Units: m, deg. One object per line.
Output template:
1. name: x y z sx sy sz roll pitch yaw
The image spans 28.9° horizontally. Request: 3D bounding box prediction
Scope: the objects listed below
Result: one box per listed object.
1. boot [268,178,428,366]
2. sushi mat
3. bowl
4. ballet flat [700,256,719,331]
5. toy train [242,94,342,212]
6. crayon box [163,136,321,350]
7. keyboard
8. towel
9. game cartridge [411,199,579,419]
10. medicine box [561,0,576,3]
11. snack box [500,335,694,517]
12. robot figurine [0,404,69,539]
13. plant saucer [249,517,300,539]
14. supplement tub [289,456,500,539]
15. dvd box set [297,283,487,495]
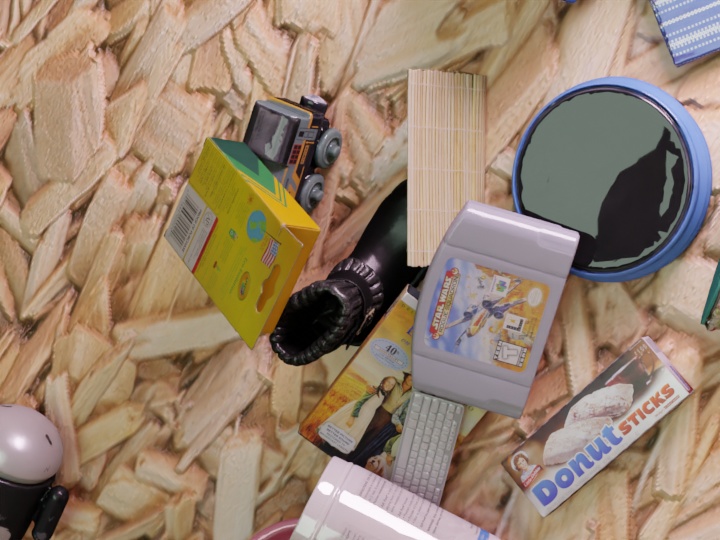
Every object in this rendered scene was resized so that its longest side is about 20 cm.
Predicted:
1. boot: 0.002 0.002 1.422 0.079 0.158 0.212 33 107 23
2. sushi mat: 0.088 -0.103 1.414 0.012 0.095 0.202 6 97 62
3. bowl: 0.240 -0.088 1.360 0.199 0.039 0.202 1 93 27
4. ballet flat: 0.365 -0.035 1.281 0.063 0.076 0.201 13 102 11
5. toy train: -0.091 -0.093 1.492 0.085 0.114 0.201 26 104 25
6. crayon box: -0.113 -0.027 1.387 0.200 0.051 0.127 49 121 41
7. keyboard: 0.059 0.221 1.453 0.056 0.011 0.201 13 111 2
8. towel: 0.329 -0.309 1.315 0.144 0.024 0.201 -21 84 25
9. game cartridge: 0.123 0.039 1.369 0.132 0.042 0.201 14 108 -3
10. medicine box: 0.191 -0.393 1.315 0.200 0.103 0.183 -48 58 22
11. snack box: 0.233 0.156 1.383 0.200 0.024 0.072 -45 74 22
12. robot figurine: -0.441 0.257 1.692 0.201 0.150 0.125 -59 31 18
13. plant saucer: -0.060 0.370 1.502 0.199 0.051 0.202 -9 64 20
14. supplement tub: 0.033 0.288 1.408 0.199 0.132 0.133 27 105 5
15. dvd box set: 0.049 0.133 1.446 0.146 0.029 0.200 36 109 -6
